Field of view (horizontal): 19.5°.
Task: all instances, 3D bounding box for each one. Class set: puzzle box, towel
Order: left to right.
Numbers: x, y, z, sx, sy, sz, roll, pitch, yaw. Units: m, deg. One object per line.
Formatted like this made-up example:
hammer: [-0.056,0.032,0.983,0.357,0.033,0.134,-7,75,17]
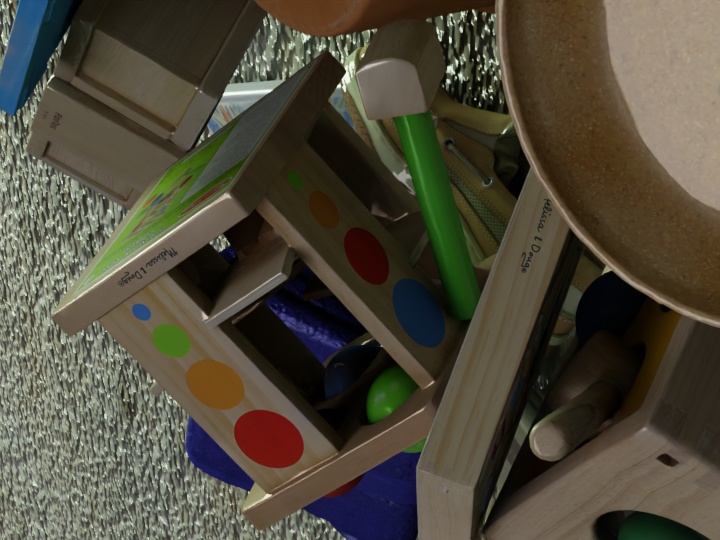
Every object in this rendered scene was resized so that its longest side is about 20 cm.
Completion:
towel: [-0.020,0.070,1.134,0.148,0.050,0.200,25,146,9]
puzzle box: [0.069,0.013,0.877,0.025,0.200,0.133,20,163,8]

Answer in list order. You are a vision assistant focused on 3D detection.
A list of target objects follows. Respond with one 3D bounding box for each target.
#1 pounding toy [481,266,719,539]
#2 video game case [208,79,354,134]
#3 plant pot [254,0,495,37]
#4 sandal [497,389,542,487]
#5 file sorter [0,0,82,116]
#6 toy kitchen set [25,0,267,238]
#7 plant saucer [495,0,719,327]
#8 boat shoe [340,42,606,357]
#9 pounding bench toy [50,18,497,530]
pounding toy: [0.130,0.053,0.853,0.142,0.200,0.184,32,151,-6]
video game case: [-0.010,-0.026,1.235,0.200,0.022,0.182,4,119,57]
plant pot: [0.014,-0.191,0.923,0.200,0.140,0.200,38,145,34]
sandal: [0.045,0.062,1.138,0.201,0.057,0.080,51,151,35]
file sorter: [-0.156,-0.204,0.973,0.123,0.200,0.139,30,157,-5]
toy kitchen set: [-0.054,-0.119,1.099,0.163,0.181,0.200,30,159,-6]
plant saucer: [0.136,-0.079,0.679,0.200,0.035,0.200,10,107,36]
boat shoe: [0.064,-0.053,1.061,0.076,0.072,0.200,-47,62,26]
pounding bench toy: [0.000,0.000,0.929,0.200,0.124,0.156,-33,107,36]
